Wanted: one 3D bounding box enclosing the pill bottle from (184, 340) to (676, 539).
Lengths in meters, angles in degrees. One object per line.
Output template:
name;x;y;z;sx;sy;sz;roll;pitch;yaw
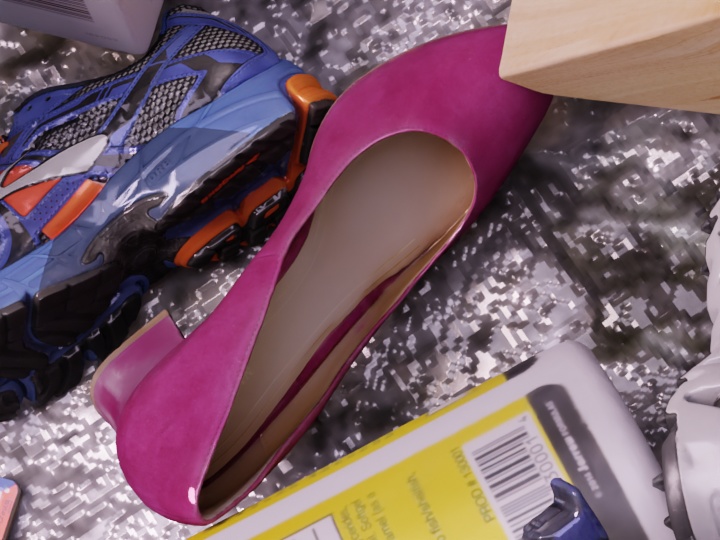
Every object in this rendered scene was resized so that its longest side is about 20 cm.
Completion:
pill bottle;0.006;0.114;0.840;0.200;0.114;0.114;-28;71;2

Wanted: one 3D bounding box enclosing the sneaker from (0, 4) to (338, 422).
sneaker;-0.103;-0.016;0.927;0.200;0.075;0.078;-34;62;-9

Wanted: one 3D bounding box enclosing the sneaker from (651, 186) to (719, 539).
sneaker;0.148;0.018;0.821;0.090;0.200;0.066;-11;117;22

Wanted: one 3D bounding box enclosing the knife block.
knife block;0.123;-0.096;0.793;0.200;0.176;0.064;8;78;19

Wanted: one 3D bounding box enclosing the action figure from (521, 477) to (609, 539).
action figure;0.064;0.145;0.765;0.193;0.105;0.200;-25;105;-3

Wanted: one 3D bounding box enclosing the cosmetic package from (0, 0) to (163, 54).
cosmetic package;-0.082;-0.185;0.900;0.071;0.101;0.200;14;74;10

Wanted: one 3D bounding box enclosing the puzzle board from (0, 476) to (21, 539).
puzzle board;-0.215;0.146;0.921;0.151;0.017;0.200;14;78;14

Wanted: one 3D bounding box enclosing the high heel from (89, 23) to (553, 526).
high heel;0.000;0.000;0.875;0.200;0.067;0.096;-37;30;-6
